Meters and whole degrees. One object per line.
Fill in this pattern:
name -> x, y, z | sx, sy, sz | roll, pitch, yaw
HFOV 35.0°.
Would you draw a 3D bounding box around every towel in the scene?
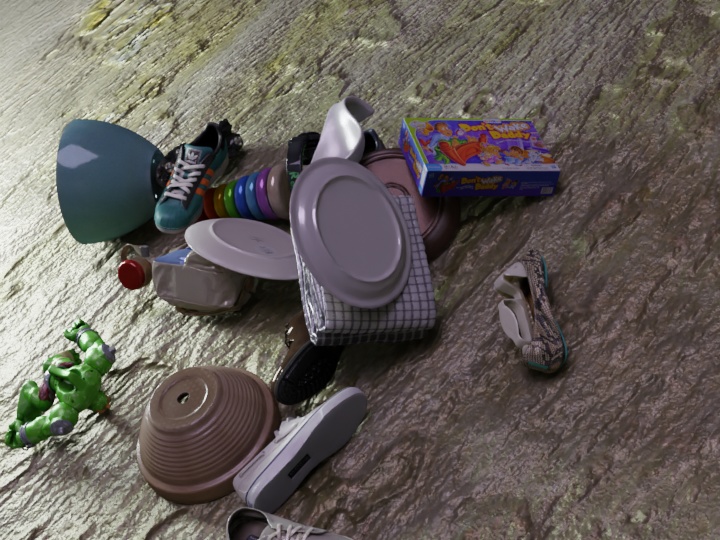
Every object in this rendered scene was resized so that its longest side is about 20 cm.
towel -> 0.000, 0.000, 1.507 | 0.164, 0.086, 0.201 | -2, 62, -20

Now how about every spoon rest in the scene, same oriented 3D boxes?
spoon rest -> -0.027, -0.200, 1.683 | 0.099, 0.061, 0.201 | -30, 24, 28

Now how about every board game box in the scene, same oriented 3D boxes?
board game box -> 0.167, -0.162, 1.626 | 0.198, 0.045, 0.135 | -2, 40, -16

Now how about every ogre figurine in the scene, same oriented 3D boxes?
ogre figurine -> -0.415, 0.165, 1.605 | 0.119, 0.099, 0.200 | 4, 38, 43

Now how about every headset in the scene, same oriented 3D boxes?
headset -> -0.055, -0.160, 1.742 | 0.093, 0.124, 0.200 | -8, 25, 17

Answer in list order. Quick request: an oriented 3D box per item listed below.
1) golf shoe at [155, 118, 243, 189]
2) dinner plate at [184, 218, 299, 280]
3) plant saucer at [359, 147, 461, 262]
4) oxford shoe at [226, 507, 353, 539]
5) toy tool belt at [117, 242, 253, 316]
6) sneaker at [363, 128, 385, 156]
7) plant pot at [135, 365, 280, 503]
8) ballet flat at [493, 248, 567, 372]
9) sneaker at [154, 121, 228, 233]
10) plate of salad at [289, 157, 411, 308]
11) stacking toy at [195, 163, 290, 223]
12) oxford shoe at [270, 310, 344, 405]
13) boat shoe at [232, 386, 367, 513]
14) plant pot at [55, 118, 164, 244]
golf shoe -> -0.273, -0.173, 1.867 | 0.088, 0.077, 0.200 | -26, 11, 41
dinner plate -> -0.153, -0.038, 1.643 | 0.199, 0.024, 0.200 | 14, 22, -6
plant saucer -> 0.044, -0.093, 1.633 | 0.198, 0.032, 0.202 | -3, 68, 6
oxford shoe -> -0.078, 0.322, 1.322 | 0.199, 0.058, 0.075 | 9, 50, 29
toy tool belt -> -0.245, 0.000, 1.690 | 0.199, 0.126, 0.123 | 6, 20, 25
sneaker -> -0.003, -0.129, 1.709 | 0.073, 0.081, 0.201 | -5, 46, 21
plant pot -> -0.212, 0.193, 1.484 | 0.199, 0.093, 0.202 | -13, 45, 13
ballet flat -> 0.208, 0.042, 1.445 | 0.075, 0.068, 0.201 | 11, 44, -16
sneaker -> -0.261, -0.147, 1.739 | 0.071, 0.080, 0.201 | 14, 51, 11
plate of salad -> -0.015, -0.046, 1.436 | 0.048, 0.200, 0.201 | -27, 32, 45
stacking toy -> -0.197, -0.112, 1.788 | 0.199, 0.086, 0.086 | -6, 46, 25
oxford shoe -> -0.071, 0.104, 1.526 | 0.084, 0.073, 0.200 | 5, 38, 32
boat shoe -> -0.079, 0.213, 1.424 | 0.200, 0.071, 0.070 | -46, 49, -12
plant pot -> -0.385, -0.146, 1.831 | 0.134, 0.201, 0.201 | -2, 46, 9
